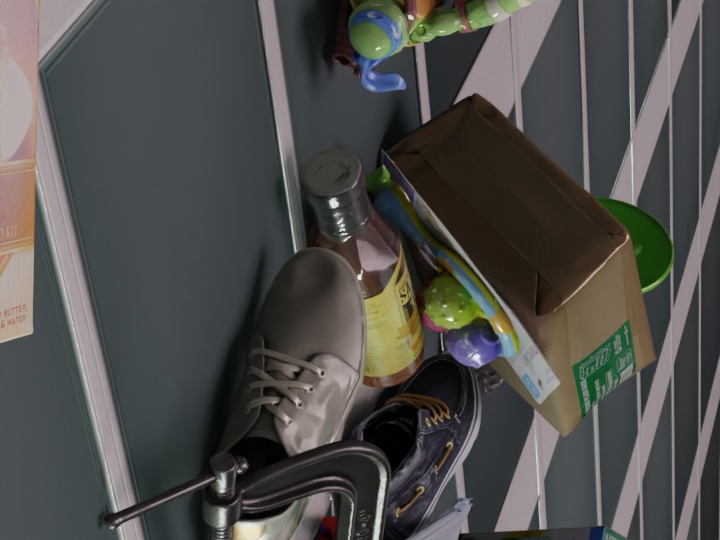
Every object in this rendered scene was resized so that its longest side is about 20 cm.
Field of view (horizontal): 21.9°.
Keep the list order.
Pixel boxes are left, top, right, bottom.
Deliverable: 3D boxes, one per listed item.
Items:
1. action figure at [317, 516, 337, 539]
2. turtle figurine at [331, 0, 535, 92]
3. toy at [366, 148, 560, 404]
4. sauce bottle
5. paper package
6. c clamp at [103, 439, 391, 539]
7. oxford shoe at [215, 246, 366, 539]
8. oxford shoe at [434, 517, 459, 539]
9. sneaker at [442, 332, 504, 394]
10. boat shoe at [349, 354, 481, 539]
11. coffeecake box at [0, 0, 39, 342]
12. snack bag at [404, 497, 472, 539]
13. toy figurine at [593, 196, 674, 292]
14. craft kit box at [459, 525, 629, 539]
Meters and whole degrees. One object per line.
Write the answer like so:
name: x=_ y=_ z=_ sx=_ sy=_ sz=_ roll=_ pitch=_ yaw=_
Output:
action figure: x=-0.027 y=0.203 z=1.258 sx=0.200 sy=0.052 sz=0.066 roll=-2 pitch=93 yaw=-75
turtle figurine: x=0.054 y=-0.229 z=1.223 sx=0.194 sy=0.143 sz=0.201 roll=-64 pitch=158 yaw=-56
toy: x=0.059 y=0.015 z=1.307 sx=0.200 sy=0.047 sz=0.115 roll=57 pitch=-7 yaw=8
sauce bottle: x=0.000 y=0.000 z=1.245 sx=0.200 sy=0.066 sz=0.066 roll=74 pitch=27 yaw=-52
paper package: x=0.122 y=-0.002 z=1.413 sx=0.103 sy=0.191 sz=0.200 roll=-37 pitch=148 yaw=-10
c clamp: x=-0.059 y=0.162 z=1.067 sx=0.170 sy=0.027 sz=0.200 roll=-23 pitch=139 yaw=-19
oxford shoe: x=-0.045 y=0.076 z=1.116 sx=0.058 sy=0.075 sz=0.201 roll=62 pitch=42 yaw=-65
oxford shoe: x=0.075 y=0.289 z=1.495 sx=0.200 sy=0.073 sz=0.071 roll=-88 pitch=-159 yaw=-44
sneaker: x=0.121 y=0.009 z=1.626 sx=0.099 sy=0.069 sz=0.201 roll=15 pitch=81 yaw=-75
boat shoe: x=0.043 y=0.118 z=1.403 sx=0.091 sy=0.071 sz=0.201 roll=84 pitch=22 yaw=-44
coffeecake box: x=-0.177 y=-0.069 z=0.646 sx=0.153 sy=0.073 sz=0.201 roll=-20 pitch=113 yaw=-70
snack bag: x=0.017 y=0.268 z=1.367 sx=0.201 sy=0.021 sz=0.188 roll=-69 pitch=163 yaw=11
toy figurine: x=0.219 y=0.054 z=1.895 sx=0.200 sy=0.150 sz=0.184 roll=-39 pitch=146 yaw=-37
craft kit box: x=0.118 y=0.311 z=1.514 sx=0.048 sy=0.197 sz=0.201 roll=32 pitch=61 yaw=-40
